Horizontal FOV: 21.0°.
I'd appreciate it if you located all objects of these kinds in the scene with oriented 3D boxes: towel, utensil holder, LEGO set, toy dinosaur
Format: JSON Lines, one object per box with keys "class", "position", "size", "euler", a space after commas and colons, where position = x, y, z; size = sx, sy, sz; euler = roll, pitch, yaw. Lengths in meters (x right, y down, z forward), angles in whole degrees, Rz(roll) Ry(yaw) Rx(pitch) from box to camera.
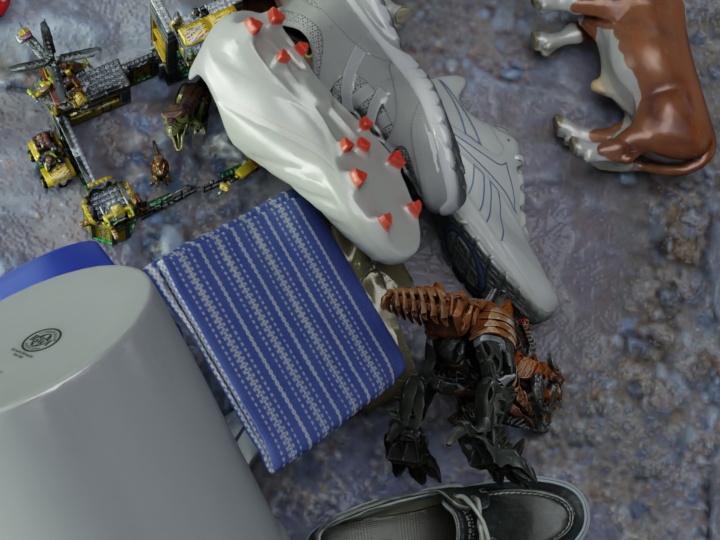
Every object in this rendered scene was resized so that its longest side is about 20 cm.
{"class": "towel", "position": [-0.048, 0.032, 1.202], "size": [0.024, 0.200, 0.145], "euler": [-31, 90, 28]}
{"class": "utensil holder", "position": [-0.149, 0.121, 1.124], "size": [0.169, 0.170, 0.201], "euler": [-28, 114, -13]}
{"class": "LEGO set", "position": [-0.132, -0.116, 1.324], "size": [0.199, 0.116, 0.155], "euler": [-17, 76, -10]}
{"class": "toy dinosaur", "position": [0.067, 0.066, 1.267], "size": [0.199, 0.102, 0.136], "euler": [28, 65, -28]}

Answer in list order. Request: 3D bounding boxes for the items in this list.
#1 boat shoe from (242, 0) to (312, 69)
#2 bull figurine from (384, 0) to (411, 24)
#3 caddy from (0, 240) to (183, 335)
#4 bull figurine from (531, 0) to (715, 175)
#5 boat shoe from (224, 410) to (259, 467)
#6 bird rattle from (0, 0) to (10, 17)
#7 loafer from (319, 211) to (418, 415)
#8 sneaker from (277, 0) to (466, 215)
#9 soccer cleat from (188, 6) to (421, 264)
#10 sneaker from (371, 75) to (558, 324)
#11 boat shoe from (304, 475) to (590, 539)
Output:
{"class": "boat shoe", "position": [-0.067, -0.214, 1.384], "size": [0.067, 0.072, 0.201], "euler": [-32, 82, -15]}
{"class": "bull figurine", "position": [0.070, -0.256, 1.405], "size": [0.199, 0.065, 0.122], "euler": [-26, 45, -5]}
{"class": "caddy", "position": [-0.211, 0.073, 1.251], "size": [0.199, 0.141, 0.105], "euler": [-30, 76, -12]}
{"class": "bull figurine", "position": [0.190, -0.161, 1.392], "size": [0.121, 0.065, 0.201], "euler": [-12, 71, -5]}
{"class": "boat shoe", "position": [-0.120, 0.139, 1.275], "size": [0.065, 0.074, 0.200], "euler": [38, 73, 1]}
{"class": "bird rattle", "position": [-0.268, -0.272, 1.388], "size": [0.200, 0.113, 0.163], "euler": [-41, 69, -2]}
{"class": "loafer", "position": [0.000, 0.000, 1.331], "size": [0.067, 0.076, 0.201], "euler": [-5, 84, -8]}
{"class": "sneaker", "position": [0.007, -0.114, 1.311], "size": [0.082, 0.075, 0.201], "euler": [-29, 67, 1]}
{"class": "soccer cleat", "position": [-0.034, -0.080, 1.259], "size": [0.200, 0.078, 0.069], "euler": [54, 36, 8]}
{"class": "sneaker", "position": [0.085, -0.055, 1.355], "size": [0.087, 0.075, 0.201], "euler": [-29, 79, -18]}
{"class": "boat shoe", "position": [0.061, 0.178, 1.282], "size": [0.199, 0.071, 0.072], "euler": [-12, 75, -10]}
